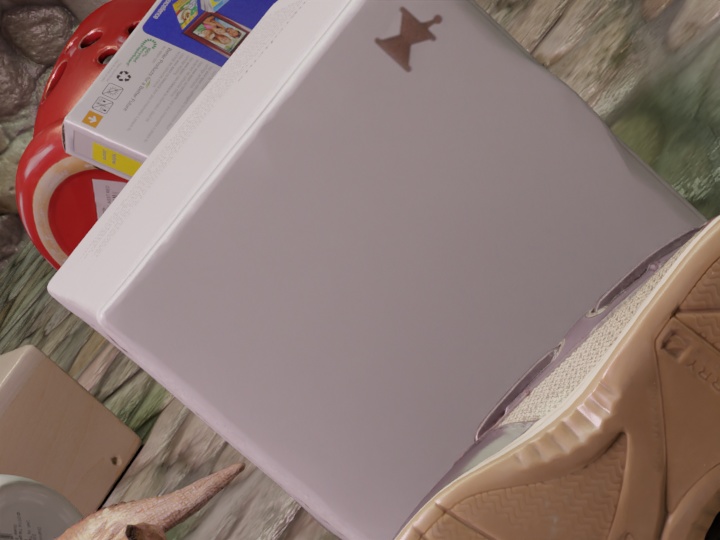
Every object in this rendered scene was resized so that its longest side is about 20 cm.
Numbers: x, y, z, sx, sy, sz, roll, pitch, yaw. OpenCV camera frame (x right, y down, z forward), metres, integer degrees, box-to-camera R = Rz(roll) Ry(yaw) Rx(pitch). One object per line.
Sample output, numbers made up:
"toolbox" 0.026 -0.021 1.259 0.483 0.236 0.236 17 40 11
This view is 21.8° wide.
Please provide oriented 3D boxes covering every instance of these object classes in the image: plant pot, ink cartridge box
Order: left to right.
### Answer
"plant pot" -0.167 -0.088 1.461 0.200 0.200 0.183 -39 19 37
"ink cartridge box" -0.079 -0.124 1.347 0.198 0.199 0.047 -58 -11 -35

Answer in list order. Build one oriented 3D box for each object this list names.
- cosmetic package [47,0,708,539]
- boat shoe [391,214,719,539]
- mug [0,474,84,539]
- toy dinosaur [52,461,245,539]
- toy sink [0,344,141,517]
"cosmetic package" 0.000 0.000 0.714 0.167 0.167 0.200 -51 12 -8
"boat shoe" 0.068 0.060 0.550 0.200 0.072 0.065 -51 1 7
"mug" -0.217 0.209 0.968 0.175 0.147 0.201 -34 49 28
"toy dinosaur" -0.119 0.161 0.760 0.135 0.085 0.202 -4 63 51
"toy sink" -0.257 0.149 1.293 0.199 0.112 0.131 -20 32 56
